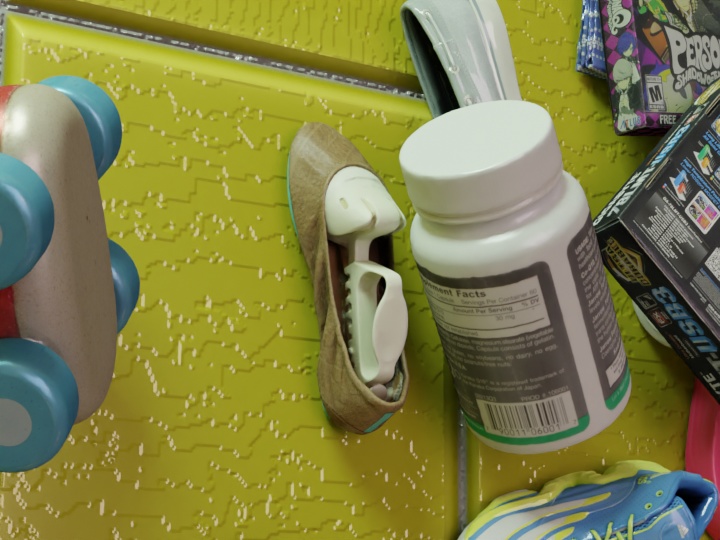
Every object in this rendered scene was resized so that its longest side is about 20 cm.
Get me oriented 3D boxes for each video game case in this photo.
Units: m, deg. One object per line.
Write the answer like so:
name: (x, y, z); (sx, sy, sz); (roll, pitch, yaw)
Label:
video game case: (0.259, -0.190, 1.226); (0.199, 0.036, 0.182); (-1, 83, -37)

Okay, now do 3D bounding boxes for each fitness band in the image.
fitness band: (0.307, 0.119, 1.220); (0.143, 0.037, 0.201); (22, 68, -26)

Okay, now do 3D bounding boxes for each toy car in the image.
toy car: (-0.231, -0.003, 0.830); (0.199, 0.184, 0.178); (-2, 111, 5)

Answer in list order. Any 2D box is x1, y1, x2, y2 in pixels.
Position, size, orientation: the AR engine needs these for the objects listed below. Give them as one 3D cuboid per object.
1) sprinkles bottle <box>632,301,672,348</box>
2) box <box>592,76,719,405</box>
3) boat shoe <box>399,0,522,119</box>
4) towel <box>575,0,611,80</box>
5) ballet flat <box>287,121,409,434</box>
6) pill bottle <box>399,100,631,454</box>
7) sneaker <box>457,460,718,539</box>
sprinkles bottle: (0.288, -0.011, 1.210); (0.200, 0.068, 0.068); (-27, 96, -35)
box: (0.275, -0.013, 1.132); (0.200, 0.050, 0.199); (48, 55, -7)
boat shoe: (0.072, -0.091, 1.088); (0.071, 0.070, 0.202); (-15, 88, -19)
towel: (0.221, -0.228, 1.241); (0.144, 0.024, 0.201); (13, 75, -34)
ballet flat: (0.000, 0.000, 1.010); (0.068, 0.072, 0.201); (1, 80, -32)
pill bottle: (0.095, 0.004, 1.013); (0.113, 0.113, 0.201); (-38, 124, -33)
sneaker: (0.153, 0.168, 1.060); (0.200, 0.105, 0.076); (-22, 93, -36)
